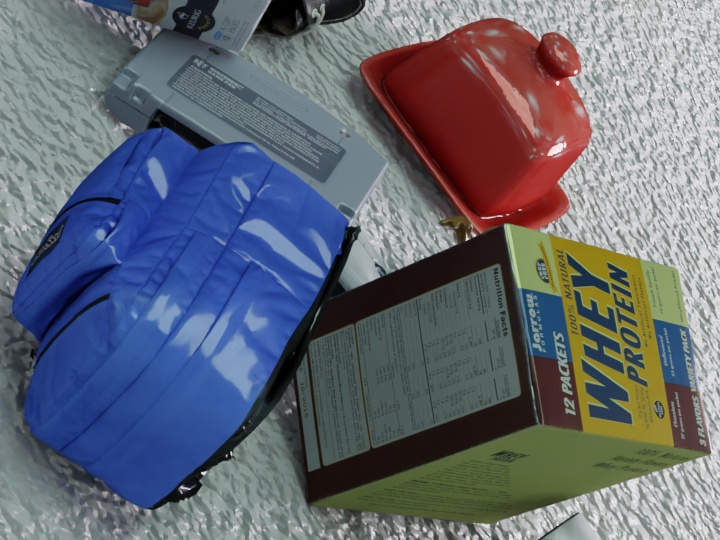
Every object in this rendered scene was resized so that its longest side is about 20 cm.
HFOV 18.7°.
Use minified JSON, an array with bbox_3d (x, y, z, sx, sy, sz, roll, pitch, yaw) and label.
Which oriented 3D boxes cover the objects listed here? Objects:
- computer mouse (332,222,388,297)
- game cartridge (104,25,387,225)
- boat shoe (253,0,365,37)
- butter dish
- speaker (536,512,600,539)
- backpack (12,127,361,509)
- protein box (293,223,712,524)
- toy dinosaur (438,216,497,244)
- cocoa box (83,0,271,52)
[{"bbox_3d":[0.000,0.000,1.633,0.200,0.044,0.110,38,32,-21],"label":"computer mouse"},{"bbox_3d":[-0.080,-0.103,1.607,0.199,0.041,0.133,32,33,0],"label":"game cartridge"},{"bbox_3d":[-0.065,-0.218,1.769,0.199,0.074,0.061,5,51,-48],"label":"boat shoe"},{"bbox_3d":[0.127,-0.145,1.875,0.200,0.148,0.200,53,29,8],"label":"butter dish"},{"bbox_3d":[0.178,0.273,1.523,0.201,0.081,0.081,56,29,10],"label":"speaker"},{"bbox_3d":[-0.123,0.033,1.314,0.167,0.163,0.201,32,45,-11],"label":"backpack"},{"bbox_3d":[0.093,0.077,1.479,0.198,0.199,0.136,13,63,-47],"label":"protein box"},{"bbox_3d":[0.089,0.011,1.705,0.060,0.107,0.200,4,20,5],"label":"toy dinosaur"},{"bbox_3d":[-0.116,-0.292,1.625,0.130,0.133,0.202,17,58,-15],"label":"cocoa box"}]
